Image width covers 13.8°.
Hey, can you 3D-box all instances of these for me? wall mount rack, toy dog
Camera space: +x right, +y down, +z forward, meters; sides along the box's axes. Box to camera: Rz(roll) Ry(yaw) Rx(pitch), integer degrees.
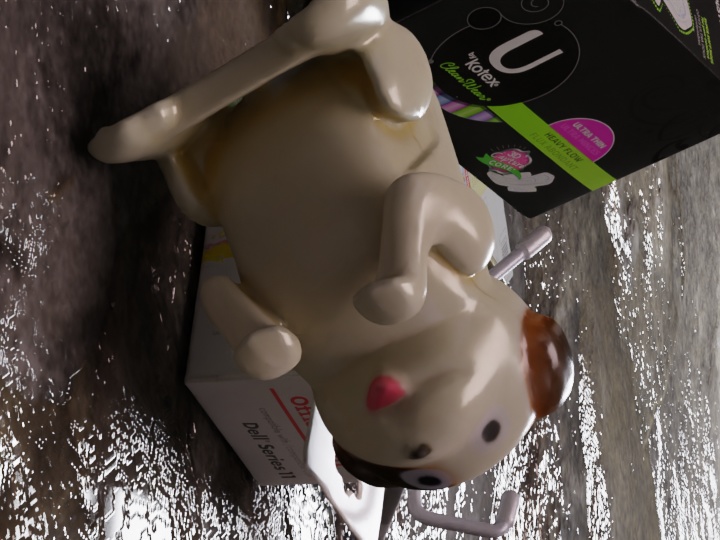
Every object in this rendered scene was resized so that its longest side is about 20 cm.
[{"bbox_3d":[0.044,0.076,1.482,0.200,0.074,0.174,109,-11,-58],"label":"wall mount rack"},{"bbox_3d":[0.000,0.000,1.262,0.200,0.139,0.194,63,10,3],"label":"toy dog"}]

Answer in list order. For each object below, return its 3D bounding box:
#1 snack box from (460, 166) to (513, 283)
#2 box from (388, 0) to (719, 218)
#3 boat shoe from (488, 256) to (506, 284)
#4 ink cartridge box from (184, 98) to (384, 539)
[{"bbox_3d":[0.045,-0.069,1.689,0.116,0.037,0.200,-51,135,-65],"label":"snack box"},{"bbox_3d":[0.089,-0.142,1.545,0.200,0.148,0.124,35,38,-46],"label":"box"},{"bbox_3d":[0.032,-0.020,1.568,0.200,0.075,0.068,83,-10,-65],"label":"boat shoe"},{"bbox_3d":[-0.028,0.023,1.381,0.117,0.067,0.200,60,31,-56],"label":"ink cartridge box"}]
